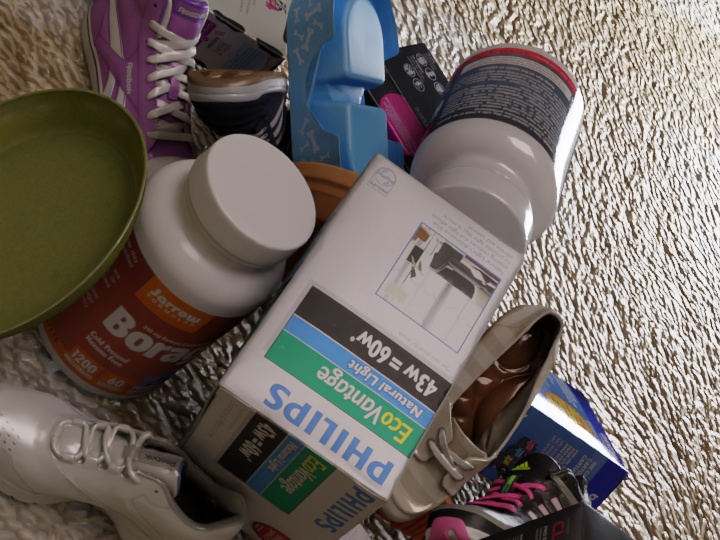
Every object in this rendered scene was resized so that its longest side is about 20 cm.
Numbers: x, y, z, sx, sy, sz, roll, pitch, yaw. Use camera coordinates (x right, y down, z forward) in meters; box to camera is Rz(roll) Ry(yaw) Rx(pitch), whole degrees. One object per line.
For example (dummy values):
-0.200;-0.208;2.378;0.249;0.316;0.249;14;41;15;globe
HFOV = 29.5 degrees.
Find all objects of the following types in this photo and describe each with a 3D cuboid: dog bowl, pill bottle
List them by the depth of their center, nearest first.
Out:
-0.122;-0.003;0.911;0.112;0.200;0.112;25;46;-30;pill bottle
0.104;-0.084;1.078;0.120;0.120;0.200;42;38;-14;pill bottle
-0.013;-0.138;1.079;0.111;0.050;0.200;-3;91;-62;dog bowl

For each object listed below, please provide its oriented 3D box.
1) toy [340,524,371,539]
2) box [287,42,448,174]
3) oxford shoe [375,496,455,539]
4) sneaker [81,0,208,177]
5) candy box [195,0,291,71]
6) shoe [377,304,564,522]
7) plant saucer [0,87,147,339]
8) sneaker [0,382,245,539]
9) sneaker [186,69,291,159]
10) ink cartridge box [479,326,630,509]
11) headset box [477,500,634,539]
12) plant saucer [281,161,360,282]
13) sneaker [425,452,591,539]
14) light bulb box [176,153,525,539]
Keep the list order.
0.012;0.288;0.952;0.200;0.047;0.115;55;35;-6;toy
0.039;-0.082;1.202;0.132;0.115;0.200;-22;79;-53;box
0.018;0.122;1.066;0.200;0.071;0.073;54;34;2;oxford shoe
-0.155;-0.152;1.062;0.073;0.114;0.201;-1;64;-47;sneaker
-0.154;-0.261;1.185;0.200;0.061;0.137;30;44;-26;candy box
0.080;0.101;1.002;0.070;0.053;0.200;43;77;-12;shoe
-0.220;-0.031;0.869;0.031;0.200;0.200;60;24;-48;plant saucer
-0.158;0.122;0.872;0.200;0.087;0.075;30;51;-23;sneaker
-0.090;-0.100;1.055;0.200;0.070;0.109;-58;151;-82;sneaker
0.134;0.126;1.136;0.200;0.076;0.136;36;15;-22;ink cartridge box
0.098;0.248;0.872;0.077;0.200;0.149;38;42;-27;headset box
0.000;0.000;1.049;0.200;0.200;0.037;42;62;-13;plant saucer
0.113;0.176;1.008;0.200;0.074;0.088;19;73;-50;sneaker
-0.016;0.066;0.916;0.125;0.198;0.200;35;60;-2;light bulb box
